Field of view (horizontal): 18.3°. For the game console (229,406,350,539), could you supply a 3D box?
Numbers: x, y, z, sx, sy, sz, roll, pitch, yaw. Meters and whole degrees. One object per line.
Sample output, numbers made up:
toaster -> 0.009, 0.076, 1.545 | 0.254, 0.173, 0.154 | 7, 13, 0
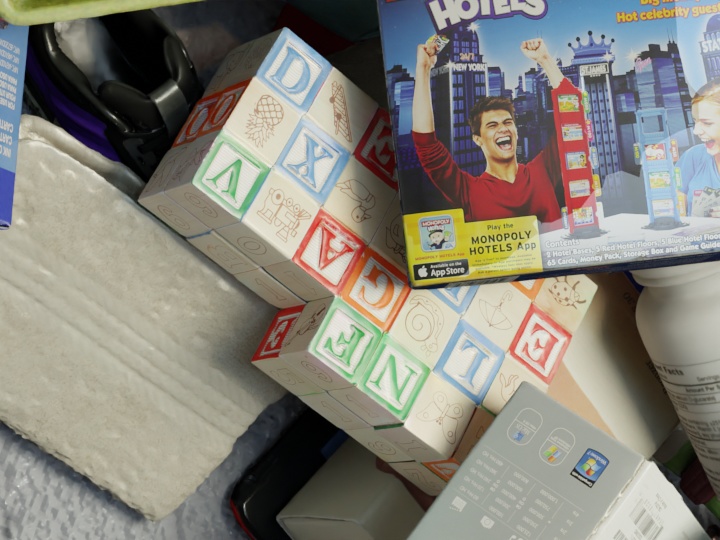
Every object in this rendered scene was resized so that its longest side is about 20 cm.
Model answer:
game console -> 0.047, 0.117, 1.170 | 0.200, 0.031, 0.177 | -46, 110, -25

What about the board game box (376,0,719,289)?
board game box -> 0.106, -0.100, 0.989 | 0.198, 0.062, 0.201 | -6, 85, -5

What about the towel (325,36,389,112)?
towel -> 0.083, -0.082, 1.142 | 0.199, 0.034, 0.133 | -24, 78, -25

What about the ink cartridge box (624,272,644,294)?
ink cartridge box -> 0.139, -0.093, 1.215 | 0.200, 0.047, 0.198 | 41, 66, 8

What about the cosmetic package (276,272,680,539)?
cosmetic package -> 0.068, 0.091, 1.121 | 0.200, 0.087, 0.104 | -47, 108, -24

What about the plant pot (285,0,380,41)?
plant pot -> 0.015, -0.188, 1.064 | 0.199, 0.200, 0.136 | -22, 92, -30

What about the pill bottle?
pill bottle -> 0.203, 0.041, 1.089 | 0.113, 0.113, 0.201 | -35, 107, -28

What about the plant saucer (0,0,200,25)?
plant saucer -> -0.068, -0.213, 0.933 | 0.198, 0.048, 0.202 | -9, 94, -6

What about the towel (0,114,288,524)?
towel -> -0.127, 0.023, 1.036 | 0.200, 0.035, 0.133 | 38, 106, -24

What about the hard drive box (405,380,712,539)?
hard drive box -> 0.066, 0.174, 0.995 | 0.200, 0.077, 0.156 | -53, 144, -9

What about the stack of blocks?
stack of blocks -> 0.000, 0.000, 1.010 | 0.200, 0.058, 0.116 | 39, 66, -21

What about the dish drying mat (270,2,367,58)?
dish drying mat -> -0.047, -0.037, 1.126 | 0.077, 0.018, 0.201 | 31, 73, -15

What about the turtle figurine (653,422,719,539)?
turtle figurine -> 0.244, 0.128, 1.205 | 0.144, 0.200, 0.194 | -35, 80, 4

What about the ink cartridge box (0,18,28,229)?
ink cartridge box -> -0.217, -0.090, 0.958 | 0.076, 0.136, 0.202 | 23, 71, -66

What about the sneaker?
sneaker -> -0.097, -0.063, 1.045 | 0.070, 0.099, 0.200 | -42, 102, -21
